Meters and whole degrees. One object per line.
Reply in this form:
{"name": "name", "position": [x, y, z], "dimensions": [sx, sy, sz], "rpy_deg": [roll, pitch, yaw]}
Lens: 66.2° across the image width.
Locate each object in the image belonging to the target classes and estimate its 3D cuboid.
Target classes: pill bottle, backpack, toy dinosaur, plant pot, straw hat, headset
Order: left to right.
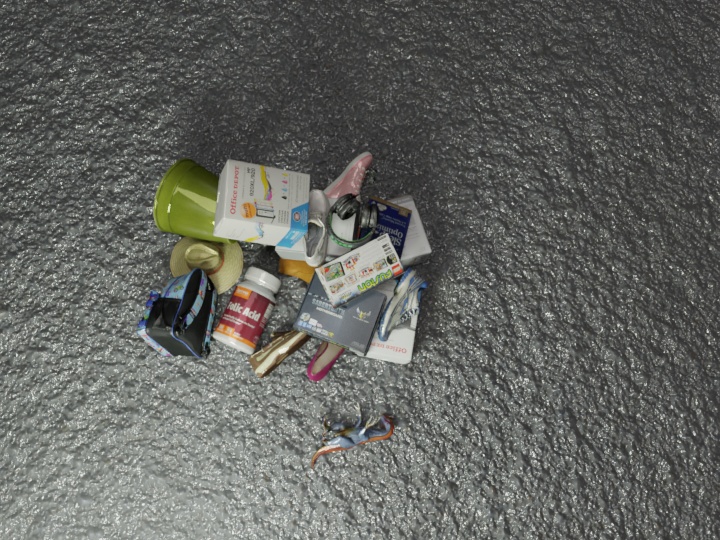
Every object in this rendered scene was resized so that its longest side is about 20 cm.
{"name": "backpack", "position": [-0.445, 0.099, 1.385], "dimensions": [0.133, 0.183, 0.202], "rpy_deg": [1, 61, 14]}
{"name": "straw hat", "position": [-0.416, -0.033, 1.465], "dimensions": [0.198, 0.085, 0.204], "rpy_deg": [1, 74, -3]}
{"name": "plant pot", "position": [-0.394, -0.161, 1.432], "dimensions": [0.191, 0.201, 0.202], "rpy_deg": [22, 74, 9]}
{"name": "pill bottle", "position": [-0.287, 0.101, 1.422], "dimensions": [0.113, 0.114, 0.202], "rpy_deg": [22, 75, 3]}
{"name": "toy dinosaur", "position": [-0.011, 0.411, 1.395], "dimensions": [0.179, 0.105, 0.202], "rpy_deg": [17, 111, -11]}
{"name": "headset", "position": [-0.006, -0.153, 1.352], "dimensions": [0.122, 0.094, 0.202], "rpy_deg": [24, 66, 4]}

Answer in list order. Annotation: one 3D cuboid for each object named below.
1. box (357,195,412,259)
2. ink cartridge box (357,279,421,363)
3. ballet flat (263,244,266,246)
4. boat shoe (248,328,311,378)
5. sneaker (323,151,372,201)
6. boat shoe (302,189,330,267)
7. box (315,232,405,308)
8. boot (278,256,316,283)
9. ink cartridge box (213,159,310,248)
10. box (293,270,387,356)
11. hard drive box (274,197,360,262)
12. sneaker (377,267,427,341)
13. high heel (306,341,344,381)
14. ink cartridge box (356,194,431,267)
{"name": "box", "position": [0.056, -0.085, 1.431], "dimensions": [0.120, 0.032, 0.202], "rpy_deg": [19, 69, -9]}
{"name": "ink cartridge box", "position": [0.074, 0.130, 1.451], "dimensions": [0.143, 0.084, 0.203], "rpy_deg": [11, 75, 0]}
{"name": "ballet flat", "position": [-0.299, -0.153, 1.517], "dimensions": [0.076, 0.064, 0.200], "rpy_deg": [-42, 80, -14]}
{"name": "boat shoe", "position": [-0.204, 0.184, 1.427], "dimensions": [0.202, 0.075, 0.075], "rpy_deg": [-40, 74, -12]}
{"name": "sneaker", "position": [-0.015, -0.232, 1.548], "dimensions": [0.105, 0.075, 0.200], "rpy_deg": [43, 84, 13]}
{"name": "boat shoe", "position": [-0.111, -0.114, 1.365], "dimensions": [0.070, 0.069, 0.203], "rpy_deg": [-4, 74, 8]}
{"name": "box", "position": [0.000, 0.000, 1.359], "dimensions": [0.198, 0.035, 0.111], "rpy_deg": [-26, 94, -13]}
{"name": "boot", "position": [-0.149, 0.010, 1.486], "dimensions": [0.142, 0.071, 0.204], "rpy_deg": [-1, 72, 3]}
{"name": "ink cartridge box", "position": [-0.237, -0.155, 1.313], "dimensions": [0.197, 0.144, 0.149], "rpy_deg": [7, 74, -22]}
{"name": "box", "position": [-0.050, 0.105, 1.388], "dimensions": [0.198, 0.051, 0.159], "rpy_deg": [20, 73, 7]}
{"name": "hard drive box", "position": [-0.108, -0.107, 1.439], "dimensions": [0.197, 0.077, 0.158], "rpy_deg": [6, 75, 8]}
{"name": "sneaker", "position": [0.110, 0.093, 1.381], "dimensions": [0.084, 0.077, 0.202], "rpy_deg": [27, 74, 1]}
{"name": "high heel", "position": [-0.075, 0.193, 1.419], "dimensions": [0.067, 0.096, 0.201], "rpy_deg": [35, 76, 6]}
{"name": "ink cartridge box", "position": [0.071, -0.092, 1.511], "dimensions": [0.197, 0.084, 0.178], "rpy_deg": [-14, 74, -7]}
